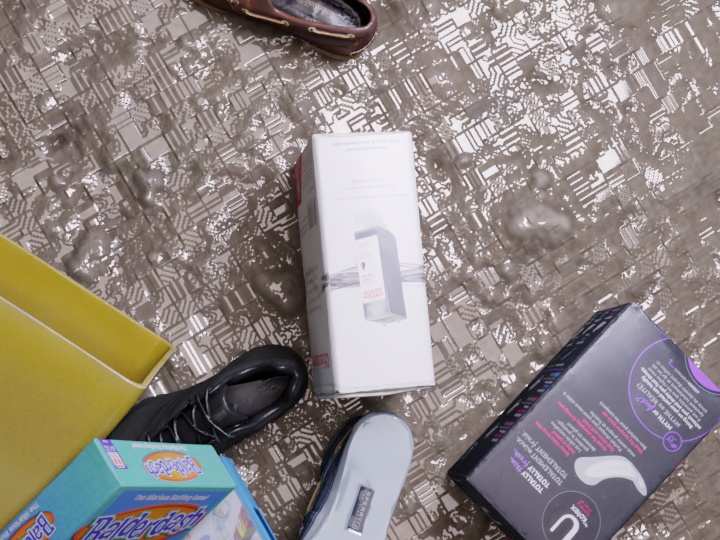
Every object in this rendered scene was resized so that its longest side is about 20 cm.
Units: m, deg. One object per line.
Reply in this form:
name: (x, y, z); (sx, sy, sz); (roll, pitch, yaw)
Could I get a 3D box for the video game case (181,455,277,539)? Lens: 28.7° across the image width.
video game case: (-0.113, 0.265, 1.090); (0.143, 0.018, 0.201); (-40, 59, 9)

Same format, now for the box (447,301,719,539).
box: (0.186, 0.140, 1.164); (0.122, 0.106, 0.200); (45, 82, 0)

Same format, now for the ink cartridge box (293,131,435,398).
ink cartridge box: (0.000, 0.000, 1.132); (0.084, 0.146, 0.202); (-3, 86, -9)

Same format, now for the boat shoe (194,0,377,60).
boat shoe: (-0.076, -0.243, 1.183); (0.198, 0.070, 0.071); (21, 84, -4)

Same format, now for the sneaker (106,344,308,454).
sneaker: (-0.131, 0.121, 1.133); (0.199, 0.091, 0.076); (-34, 92, -8)

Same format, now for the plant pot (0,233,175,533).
plant pot: (-0.280, 0.093, 1.073); (0.199, 0.200, 0.177); (32, 94, -4)

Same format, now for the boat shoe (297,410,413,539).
boat shoe: (-0.015, 0.210, 1.139); (0.070, 0.091, 0.202); (25, 81, -7)

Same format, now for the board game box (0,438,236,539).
board game box: (-0.207, 0.207, 1.049); (0.200, 0.152, 0.045); (-45, 65, 15)
